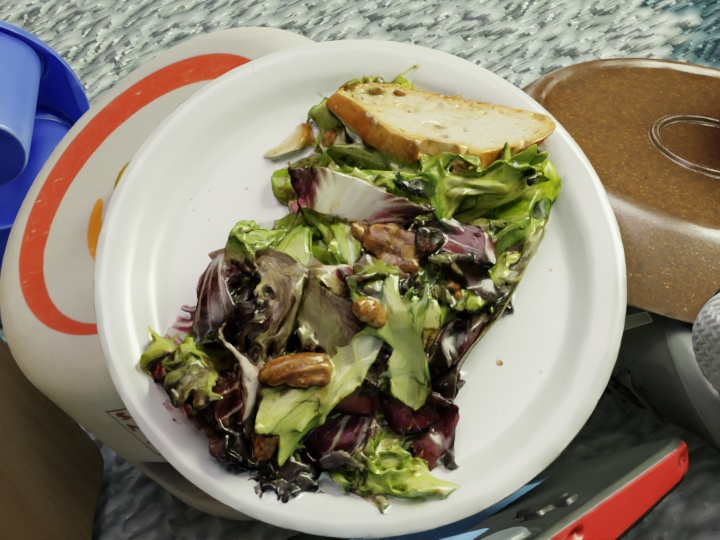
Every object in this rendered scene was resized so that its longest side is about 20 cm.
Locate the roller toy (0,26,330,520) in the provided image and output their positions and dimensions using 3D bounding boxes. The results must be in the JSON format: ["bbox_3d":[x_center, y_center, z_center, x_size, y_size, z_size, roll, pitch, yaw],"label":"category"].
[{"bbox_3d":[-0.051,-0.001,1.169,0.182,0.140,0.200,-46,38,2],"label":"roller toy"}]

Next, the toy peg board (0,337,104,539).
[{"bbox_3d":[-0.209,0.095,1.131,0.098,0.200,0.200,-24,34,21],"label":"toy peg board"}]

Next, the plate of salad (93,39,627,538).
[{"bbox_3d":[0.000,0.000,1.043,0.199,0.048,0.201,0,68,-1],"label":"plate of salad"}]

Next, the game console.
[{"bbox_3d":[0.004,0.113,1.033,0.199,0.031,0.177,-17,10,36],"label":"game console"}]

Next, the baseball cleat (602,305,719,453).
[{"bbox_3d":[0.098,0.037,1.163,0.106,0.070,0.200,-38,34,3],"label":"baseball cleat"}]

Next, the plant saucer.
[{"bbox_3d":[0.142,-0.039,1.172,0.199,0.035,0.200,9,28,-5],"label":"plant saucer"}]

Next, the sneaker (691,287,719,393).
[{"bbox_3d":[0.231,0.016,1.044,0.199,0.076,0.114,16,58,21],"label":"sneaker"}]

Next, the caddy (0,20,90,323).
[{"bbox_3d":[-0.224,-0.043,1.346,0.199,0.142,0.105,-17,42,5],"label":"caddy"}]
